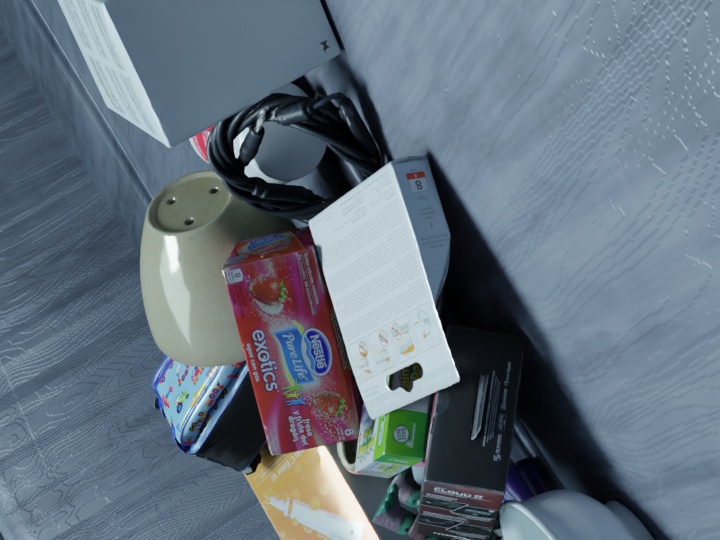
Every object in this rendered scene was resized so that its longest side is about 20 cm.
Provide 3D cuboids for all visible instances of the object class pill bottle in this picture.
[{"bbox_3d":[-0.108,-0.150,1.575,0.113,0.112,0.200,64,165,-20],"label":"pill bottle"}]

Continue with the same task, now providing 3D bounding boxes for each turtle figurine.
[{"bbox_3d":[0.114,0.275,1.523,0.199,0.101,0.150,30,-172,3],"label":"turtle figurine"}]

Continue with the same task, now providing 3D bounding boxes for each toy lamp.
[{"bbox_3d":[0.125,0.168,1.527,0.201,0.058,0.058,56,166,26],"label":"toy lamp"}]

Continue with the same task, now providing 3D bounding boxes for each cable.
[{"bbox_3d":[-0.056,-0.095,1.440,0.200,0.161,0.051,57,-154,-50],"label":"cable"}]

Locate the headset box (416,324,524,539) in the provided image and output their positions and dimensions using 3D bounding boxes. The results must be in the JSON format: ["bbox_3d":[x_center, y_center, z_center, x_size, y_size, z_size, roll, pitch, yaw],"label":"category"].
[{"bbox_3d":[0.100,0.152,1.373,0.201,0.076,0.151,94,-174,-65],"label":"headset box"}]

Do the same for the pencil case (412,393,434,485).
[{"bbox_3d":[0.082,0.190,1.657,0.200,0.090,0.084,96,154,-67],"label":"pencil case"}]

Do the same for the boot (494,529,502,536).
[{"bbox_3d":[0.178,0.320,1.635,0.200,0.069,0.132,47,157,29],"label":"boot"}]

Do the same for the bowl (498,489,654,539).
[{"bbox_3d":[0.216,0.272,1.336,0.202,0.090,0.202,54,165,22],"label":"bowl"}]

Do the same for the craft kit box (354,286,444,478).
[{"bbox_3d":[0.038,0.098,1.478,0.200,0.048,0.200,122,153,-75],"label":"craft kit box"}]

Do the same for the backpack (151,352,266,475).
[{"bbox_3d":[-0.156,0.100,1.699,0.134,0.183,0.201,22,-157,-35],"label":"backpack"}]

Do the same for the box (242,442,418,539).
[{"bbox_3d":[-0.028,0.266,1.701,0.097,0.124,0.201,0,-129,-54],"label":"box"}]

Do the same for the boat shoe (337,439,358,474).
[{"bbox_3d":[0.011,0.121,1.621,0.063,0.070,0.203,37,-119,-68],"label":"boat shoe"}]

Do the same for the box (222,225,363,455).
[{"bbox_3d":[-0.064,0.067,1.478,0.100,0.094,0.202,-78,-25,-74],"label":"box"}]

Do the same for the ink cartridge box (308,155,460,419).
[{"bbox_3d":[0.034,0.018,1.351,0.162,0.050,0.202,-31,76,55],"label":"ink cartridge box"}]

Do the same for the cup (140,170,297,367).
[{"bbox_3d":[-0.154,-0.020,1.581,0.200,0.199,0.144,44,161,47],"label":"cup"}]

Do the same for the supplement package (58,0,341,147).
[{"bbox_3d":[-0.159,-0.240,1.399,0.200,0.190,0.148,33,150,60],"label":"supplement package"}]
